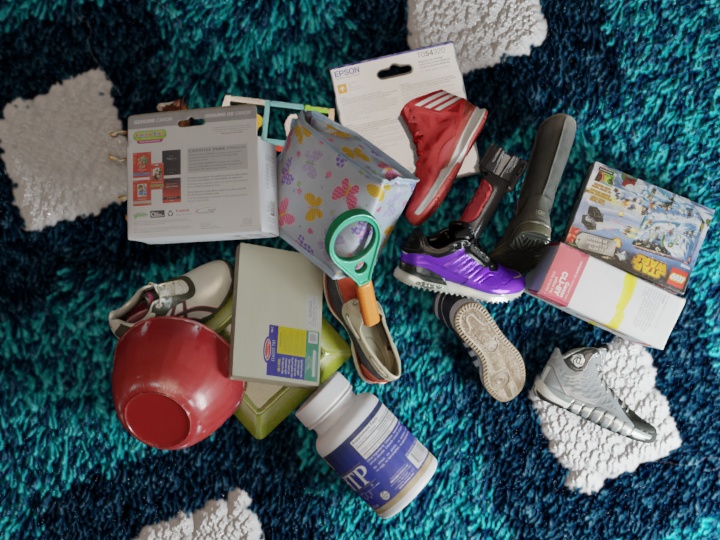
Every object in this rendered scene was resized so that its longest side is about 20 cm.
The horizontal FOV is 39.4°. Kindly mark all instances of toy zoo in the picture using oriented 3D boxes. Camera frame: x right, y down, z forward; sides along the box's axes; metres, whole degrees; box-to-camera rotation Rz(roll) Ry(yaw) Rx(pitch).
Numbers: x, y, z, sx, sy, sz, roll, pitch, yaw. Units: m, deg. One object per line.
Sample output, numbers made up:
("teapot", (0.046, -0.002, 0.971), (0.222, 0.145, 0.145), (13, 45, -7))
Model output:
("toy zoo", (-0.143, -0.190, 1.512), (0.198, 0.020, 0.133), (6, 89, -2))

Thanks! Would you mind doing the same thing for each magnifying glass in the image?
("magnifying glass", (0.000, 0.000, 1.380), (0.079, 0.022, 0.201), (-26, 135, -14))

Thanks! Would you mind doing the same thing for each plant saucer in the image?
("plant saucer", (-0.146, 0.117, 1.496), (0.200, 0.048, 0.200), (-42, 91, -1))

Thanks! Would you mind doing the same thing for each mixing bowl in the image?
("mixing bowl", (-0.271, 0.178, 1.418), (0.198, 0.109, 0.202), (4, 121, 7))

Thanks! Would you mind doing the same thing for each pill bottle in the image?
("pill bottle", (0.005, 0.250, 1.465), (0.120, 0.120, 0.200), (-44, 90, -2))

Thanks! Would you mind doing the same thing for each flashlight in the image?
("flashlight", (0.163, -0.090, 1.481), (0.068, 0.067, 0.201), (37, 103, 42))

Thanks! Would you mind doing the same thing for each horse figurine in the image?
("horse figurine", (-0.300, -0.146, 1.493), (0.131, 0.050, 0.202), (-11, 88, 4))

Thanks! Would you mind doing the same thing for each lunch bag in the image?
("lunch bag", (-0.042, -0.113, 1.435), (0.199, 0.127, 0.171), (36, 113, 24))

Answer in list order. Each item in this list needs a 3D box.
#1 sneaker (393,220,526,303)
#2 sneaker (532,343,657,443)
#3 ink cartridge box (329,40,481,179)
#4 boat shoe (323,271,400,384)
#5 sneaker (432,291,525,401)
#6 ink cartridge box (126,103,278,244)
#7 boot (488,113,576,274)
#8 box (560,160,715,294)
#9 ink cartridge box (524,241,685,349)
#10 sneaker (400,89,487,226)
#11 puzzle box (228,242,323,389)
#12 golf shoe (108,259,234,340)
("sneaker", (0.153, -0.017, 1.429), (0.198, 0.070, 0.100), (9, 107, -17))
("sneaker", (0.367, 0.173, 1.502), (0.198, 0.075, 0.116), (24, 87, -1))
("ink cartridge box", (0.067, -0.223, 1.508), (0.194, 0.043, 0.202), (-12, 90, 0))
("boat shoe", (0.005, 0.072, 1.484), (0.071, 0.062, 0.202), (-21, 93, -33))
("sneaker", (0.175, 0.101, 1.504), (0.070, 0.109, 0.201), (-35, 121, -4))
("ink cartridge box", (-0.221, -0.132, 1.408), (0.198, 0.084, 0.178), (-2, 87, 12))
("boot", (0.253, -0.110, 1.487), (0.072, 0.182, 0.202), (17, 64, -12))
("box", (0.417, -0.064, 1.521), (0.198, 0.040, 0.138), (22, 88, -2))
("ink cartridge box", (0.348, 0.035, 1.465), (0.198, 0.145, 0.084), (24, 90, -2))
("sneaker", (0.091, -0.171, 1.462), (0.115, 0.078, 0.201), (30, 78, 7))
("puzzle box", (-0.121, 0.066, 1.450), (0.132, 0.025, 0.202), (10, 67, -21))
("golf shoe", (-0.272, 0.045, 1.465), (0.199, 0.088, 0.077), (-34, 64, -4))
